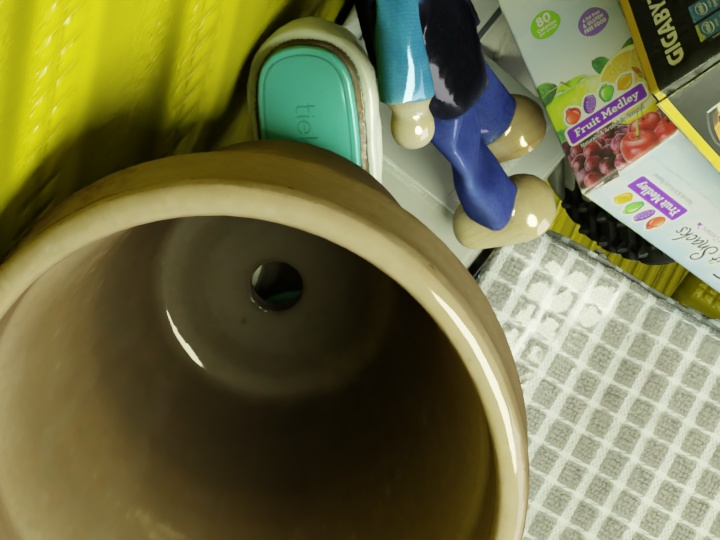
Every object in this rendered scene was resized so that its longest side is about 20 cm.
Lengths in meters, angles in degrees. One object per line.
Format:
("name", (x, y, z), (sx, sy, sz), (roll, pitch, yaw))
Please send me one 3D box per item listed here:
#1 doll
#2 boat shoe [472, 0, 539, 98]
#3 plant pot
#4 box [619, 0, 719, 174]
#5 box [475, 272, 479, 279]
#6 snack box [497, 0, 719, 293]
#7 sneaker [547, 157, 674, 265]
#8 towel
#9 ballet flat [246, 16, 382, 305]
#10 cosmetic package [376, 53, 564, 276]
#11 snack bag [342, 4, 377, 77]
("doll", (0.023, -0.095, 1.020), (0.200, 0.048, 0.137), (60, 21, -53))
("boat shoe", (0.059, -0.076, 1.248), (0.072, 0.066, 0.200), (-49, 170, -37))
("plant pot", (-0.039, 0.034, 0.968), (0.201, 0.199, 0.175), (-60, -172, 22))
("box", (0.155, -0.096, 1.102), (0.049, 0.160, 0.201), (-31, -139, 18))
("box", (0.041, 0.034, 1.405), (0.038, 0.136, 0.200), (-56, 170, -12))
("snack box", (0.131, -0.067, 1.153), (0.053, 0.143, 0.200), (-34, 147, 18))
("sneaker", (0.122, -0.069, 1.310), (0.090, 0.200, 0.067), (-19, 123, -19))
("towel", (0.086, 0.094, 1.131), (0.201, 0.165, 0.086), (-60, 166, -5))
("ballet flat", (-0.013, -0.004, 1.084), (0.069, 0.069, 0.201), (-38, 132, -61))
("cosmetic package", (0.000, 0.000, 1.197), (0.107, 0.090, 0.200), (-46, 175, -47))
("snack bag", (0.061, -0.173, 1.185), (0.189, 0.021, 0.200), (-60, 171, 22))
